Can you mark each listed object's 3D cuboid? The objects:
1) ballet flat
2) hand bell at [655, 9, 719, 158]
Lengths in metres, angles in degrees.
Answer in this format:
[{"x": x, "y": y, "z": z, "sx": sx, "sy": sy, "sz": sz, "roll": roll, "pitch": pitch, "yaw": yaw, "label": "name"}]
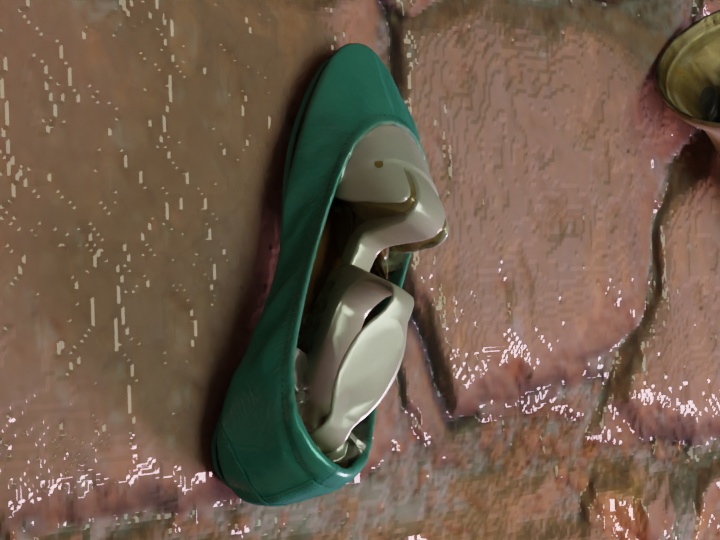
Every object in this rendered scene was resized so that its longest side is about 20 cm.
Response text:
[{"x": 0.000, "y": 0.000, "z": 0.923, "sx": 0.067, "sy": 0.070, "sz": 0.201, "roll": 36, "pitch": 61, "yaw": -43, "label": "ballet flat"}, {"x": 0.222, "y": -0.029, "z": 1.197, "sx": 0.104, "sy": 0.104, "sz": 0.201, "roll": -54, "pitch": 139, "yaw": -36, "label": "hand bell"}]
